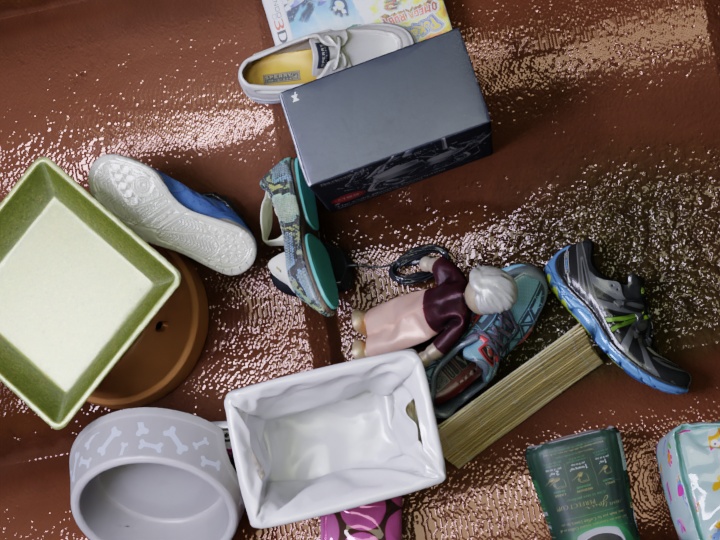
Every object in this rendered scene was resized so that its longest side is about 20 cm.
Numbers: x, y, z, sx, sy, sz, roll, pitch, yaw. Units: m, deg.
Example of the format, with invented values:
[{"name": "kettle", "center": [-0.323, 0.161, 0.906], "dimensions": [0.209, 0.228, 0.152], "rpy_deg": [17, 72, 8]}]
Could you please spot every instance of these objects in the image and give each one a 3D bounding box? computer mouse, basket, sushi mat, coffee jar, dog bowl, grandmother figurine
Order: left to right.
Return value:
[{"name": "dog bowl", "center": [-0.210, 0.232, 1.508], "dimensions": [0.197, 0.202, 0.059], "rpy_deg": [-4, 41, 6]}, {"name": "basket", "center": [-0.027, 0.164, 1.441], "dimensions": [0.197, 0.123, 0.138], "rpy_deg": [-13, 87, -4]}, {"name": "computer mouse", "center": [0.000, 0.000, 1.594], "dimensions": [0.197, 0.034, 0.059], "rpy_deg": [-3, 57, 2]}, {"name": "grandmother figurine", "center": [0.079, 0.041, 1.517], "dimensions": [0.198, 0.060, 0.123], "rpy_deg": [-20, 69, 37]}, {"name": "sushi mat", "center": [0.164, 0.134, 1.529], "dimensions": [0.199, 0.096, 0.012], "rpy_deg": [-36, 56, 1]}, {"name": "coffee jar", "center": [0.242, 0.270, 1.503], "dimensions": [0.103, 0.085, 0.203], "rpy_deg": [-13, 81, 1]}]

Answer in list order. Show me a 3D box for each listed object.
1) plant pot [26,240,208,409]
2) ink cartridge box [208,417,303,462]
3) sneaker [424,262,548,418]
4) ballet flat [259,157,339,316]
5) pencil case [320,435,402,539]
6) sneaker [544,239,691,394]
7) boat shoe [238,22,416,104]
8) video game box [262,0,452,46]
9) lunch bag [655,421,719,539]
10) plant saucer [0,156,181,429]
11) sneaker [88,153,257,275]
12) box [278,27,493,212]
[{"name": "plant pot", "center": [-0.274, 0.046, 1.562], "dimensions": [0.197, 0.140, 0.203], "rpy_deg": [-1, 84, 6]}, {"name": "ink cartridge box", "center": [-0.151, 0.184, 1.552], "dimensions": [0.197, 0.095, 0.038], "rpy_deg": [-5, 73, 6]}, {"name": "sneaker", "center": [0.133, 0.082, 1.527], "dimensions": [0.079, 0.096, 0.200], "rpy_deg": [40, 93, -15]}, {"name": "ballet flat", "center": [-0.071, -0.028, 1.566], "dimensions": [0.073, 0.075, 0.202], "rpy_deg": [-15, 56, 5]}, {"name": "pencil case", "center": [-0.004, 0.267, 1.533], "dimensions": [0.093, 0.090, 0.203], "rpy_deg": [4, 80, -29]}, {"name": "sneaker", "center": [0.280, 0.049, 1.533], "dimensions": [0.083, 0.071, 0.200], "rpy_deg": [-42, 78, 7]}, {"name": "boat shoe", "center": [-0.037, -0.226, 1.559], "dimensions": [0.197, 0.070, 0.072], "rpy_deg": [-9, 86, 5]}, {"name": "video game box", "center": [-0.011, -0.307, 1.622], "dimensions": [0.197, 0.047, 0.185], "rpy_deg": [-18, 84, 4]}, {"name": "lunch bag", "center": [0.367, 0.253, 1.448], "dimensions": [0.120, 0.170, 0.203], "rpy_deg": [-10, 79, 4]}, {"name": "plant saucer", "center": [-0.308, 0.023, 1.474], "dimensions": [0.199, 0.048, 0.201], "rpy_deg": [39, 89, 9]}, {"name": "sneaker", "center": [-0.201, -0.062, 1.578], "dimensions": [0.198, 0.111, 0.077], "rpy_deg": [27, 94, -4]}, {"name": "box", "center": [0.031, -0.153, 1.529], "dimensions": [0.198, 0.182, 0.105], "rpy_deg": [-20, 82, 4]}]
